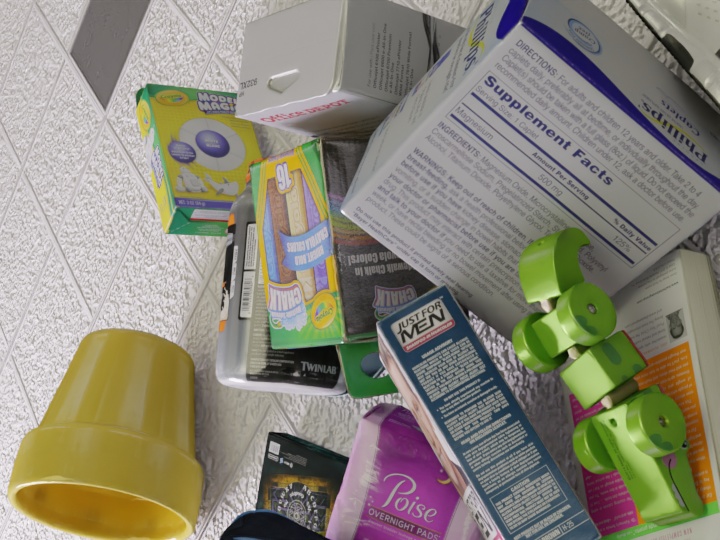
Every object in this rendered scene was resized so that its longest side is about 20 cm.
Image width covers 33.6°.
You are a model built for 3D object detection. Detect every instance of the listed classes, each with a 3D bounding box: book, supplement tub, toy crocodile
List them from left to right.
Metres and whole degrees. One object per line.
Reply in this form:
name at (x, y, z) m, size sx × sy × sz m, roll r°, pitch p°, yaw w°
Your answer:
supplement tub at (-0.062, 0.007, 1.064) m, size 0.122 × 0.122 × 0.202 m, roll -7°, pitch 76°, yaw 51°
toy crocodile at (0.158, 0.068, 0.760) m, size 0.201 × 0.062 × 0.067 m, roll 61°, pitch 144°, yaw 11°
book at (0.196, 0.103, 0.814) m, size 0.133 × 0.048 × 0.201 m, roll -32°, pitch 57°, yaw 48°

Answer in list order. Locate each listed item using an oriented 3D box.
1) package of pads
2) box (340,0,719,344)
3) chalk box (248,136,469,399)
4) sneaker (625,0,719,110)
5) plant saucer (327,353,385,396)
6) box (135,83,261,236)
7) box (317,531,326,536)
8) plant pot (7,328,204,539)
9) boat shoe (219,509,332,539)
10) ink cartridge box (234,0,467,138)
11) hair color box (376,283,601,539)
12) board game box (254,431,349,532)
package of pads at (0.034, 0.217, 0.937) m, size 0.120 × 0.076 × 0.201 m, roll 20°, pitch 100°, yaw 13°
box at (0.120, -0.072, 0.826) m, size 0.200 × 0.184 × 0.105 m, roll -43°, pitch 16°, yaw 37°
chalk box at (0.000, 0.000, 0.961) m, size 0.124 × 0.124 × 0.202 m, roll -8°, pitch 88°, yaw 58°
sneaker at (0.242, -0.172, 0.812) m, size 0.080 × 0.074 × 0.201 m, roll -44°, pitch 52°, yaw 18°
plant saucer at (-0.007, 0.018, 1.113) m, size 0.200 × 0.027 × 0.202 m, roll -17°, pitch 69°, yaw 50°
box at (-0.167, -0.127, 1.268) m, size 0.048 × 0.117 × 0.201 m, roll -59°, pitch 40°, yaw 42°
box at (-0.072, 0.335, 1.024) m, size 0.117 × 0.048 × 0.201 m, roll -15°, pitch 76°, yaw 19°
plant pot at (-0.257, 0.174, 1.282) m, size 0.200 × 0.200 × 0.190 m, roll -27°, pitch 45°, yaw 46°
boat shoe at (-0.019, 0.246, 0.880) m, size 0.199 × 0.069 × 0.085 m, roll 15°, pitch 99°, yaw 16°
ink cartridge box at (0.020, -0.152, 0.974) m, size 0.145 × 0.199 × 0.084 m, roll -4°, pitch 79°, yaw 52°
hair color box at (0.085, 0.119, 0.836) m, size 0.201 × 0.060 × 0.100 m, roll 60°, pitch 172°, yaw 18°
board game box at (-0.033, 0.236, 1.091) m, size 0.199 × 0.028 × 0.136 m, roll 11°, pitch 91°, yaw 52°
